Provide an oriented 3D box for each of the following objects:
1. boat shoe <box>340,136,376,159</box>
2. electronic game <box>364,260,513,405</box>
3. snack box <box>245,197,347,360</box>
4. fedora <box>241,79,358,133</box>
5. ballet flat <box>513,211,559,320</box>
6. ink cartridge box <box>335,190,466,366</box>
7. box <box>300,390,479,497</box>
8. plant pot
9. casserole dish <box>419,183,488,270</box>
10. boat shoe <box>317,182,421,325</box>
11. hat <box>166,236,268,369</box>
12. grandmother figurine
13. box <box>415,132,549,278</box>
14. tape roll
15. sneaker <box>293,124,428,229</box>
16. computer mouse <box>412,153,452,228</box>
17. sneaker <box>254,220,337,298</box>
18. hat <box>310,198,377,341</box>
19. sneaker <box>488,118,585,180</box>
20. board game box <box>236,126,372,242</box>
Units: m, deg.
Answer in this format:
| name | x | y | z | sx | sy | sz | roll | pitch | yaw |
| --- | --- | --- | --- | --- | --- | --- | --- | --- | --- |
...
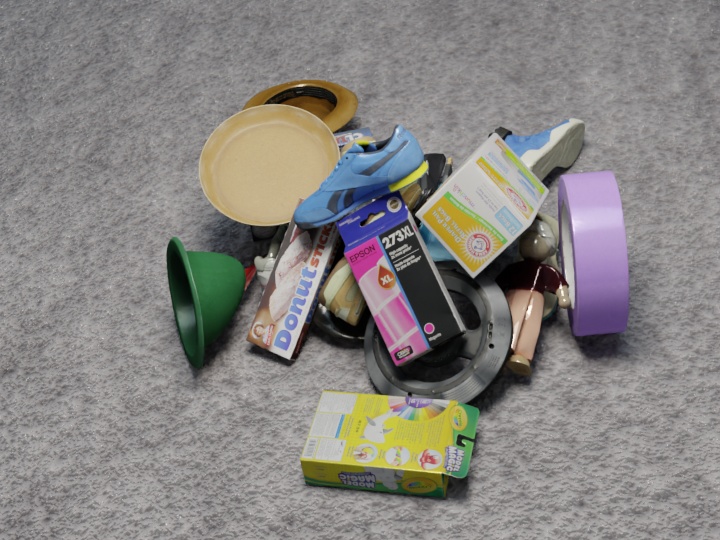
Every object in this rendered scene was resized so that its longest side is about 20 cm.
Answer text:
| name | x | y | z | sx | sy | sz | roll | pitch | yaw |
| --- | --- | --- | --- | --- | --- | --- | --- | --- | --- |
| boat shoe | 0.018 | -0.106 | 1.710 | 0.071 | 0.201 | 0.066 | -23 | 62 | -3 |
| electronic game | 0.096 | 0.082 | 1.546 | 0.197 | 0.042 | 0.203 | -11 | 63 | 22 |
| snack box | -0.082 | 0.011 | 1.628 | 0.071 | 0.024 | 0.203 | 20 | 89 | 21 |
| fedora | -0.094 | -0.229 | 1.963 | 0.197 | 0.083 | 0.202 | -4 | 35 | 3 |
| ballet flat | 0.231 | -0.016 | 1.664 | 0.068 | 0.070 | 0.201 | 0 | 38 | 10 |
| ink cartridge box | 0.045 | 0.007 | 1.520 | 0.094 | 0.037 | 0.202 | -27 | 78 | 12 |
| box | 0.038 | 0.204 | 1.465 | 0.196 | 0.049 | 0.118 | 2 | 41 | 16 |
| plant pot | -0.125 | -0.141 | 1.714 | 0.196 | 0.028 | 0.203 | -1 | 59 | 2 |
| casserole dish | 0.147 | -0.059 | 1.755 | 0.119 | 0.039 | 0.201 | 4 | 41 | 16 |
| boat shoe | 0.029 | -0.021 | 1.585 | 0.076 | 0.202 | 0.072 | 36 | 11 | 13 |
| hat | -0.157 | 0.019 | 1.642 | 0.173 | 0.167 | 0.202 | -10 | 54 | -19 |
| grandmother figurine | 0.211 | 0.029 | 1.567 | 0.119 | 0.061 | 0.203 | 6 | 67 | 21 |
| box | 0.159 | -0.086 | 1.576 | 0.113 | 0.101 | 0.200 | 47 | 22 | 0 |
| tape roll | 0.291 | -0.021 | 1.558 | 0.064 | 0.202 | 0.202 | -5 | 40 | 5 |
| sneaker | -0.012 | -0.120 | 1.554 | 0.198 | 0.079 | 0.066 | -25 | 21 | 26 |
| computer mouse | 0.090 | -0.129 | 1.771 | 0.046 | 0.141 | 0.201 | 31 | 44 | -8 |
| sneaker | -0.070 | -0.035 | 1.713 | 0.077 | 0.101 | 0.200 | 9 | 40 | 41 |
| hat | 0.000 | 0.000 | 1.662 | 0.197 | 0.081 | 0.205 | -2 | 79 | 11 |
| sneaker | 0.248 | -0.185 | 1.841 | 0.110 | 0.078 | 0.199 | 23 | 42 | 30 |
| board game box | -0.073 | -0.124 | 1.795 | 0.196 | 0.137 | 0.035 | -12 | 38 | -3 |
